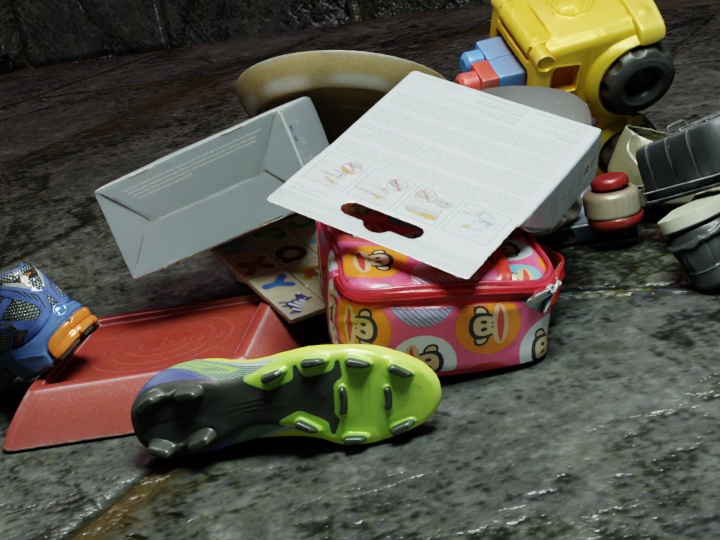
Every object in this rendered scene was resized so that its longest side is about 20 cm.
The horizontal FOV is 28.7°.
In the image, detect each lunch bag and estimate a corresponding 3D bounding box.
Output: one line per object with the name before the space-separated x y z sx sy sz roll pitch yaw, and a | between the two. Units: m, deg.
lunch bag | 0.060 0.003 0.995 0.175 0.082 0.200 -3 23 -7

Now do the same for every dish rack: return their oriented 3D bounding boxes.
dish rack | 0.316 -0.118 1.077 0.199 0.055 0.153 -25 3 -13

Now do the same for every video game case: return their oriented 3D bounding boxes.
video game case | 0.140 -0.043 1.247 0.199 0.019 0.143 -10 16 10

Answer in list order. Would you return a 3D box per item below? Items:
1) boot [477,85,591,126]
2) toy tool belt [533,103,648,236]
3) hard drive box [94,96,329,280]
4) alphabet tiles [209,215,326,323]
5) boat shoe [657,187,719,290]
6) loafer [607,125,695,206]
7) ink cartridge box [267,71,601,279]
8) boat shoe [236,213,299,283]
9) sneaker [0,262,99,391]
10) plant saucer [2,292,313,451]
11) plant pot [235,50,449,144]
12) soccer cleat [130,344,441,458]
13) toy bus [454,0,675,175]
boot | 0.087 -0.087 1.110 0.199 0.074 0.076 -16 -30 11
toy tool belt | 0.133 -0.095 1.168 0.199 0.124 0.125 0 19 36
hard drive box | -0.107 -0.072 1.130 0.155 0.077 0.200 -22 8 9
alphabet tiles | 0.000 0.000 1.093 0.166 0.008 0.200 -18 35 -28
boat shoe | 0.288 -0.041 1.061 0.073 0.063 0.201 -25 4 40
loafer | 0.303 -0.089 1.178 0.199 0.068 0.076 0 18 13
ink cartridge box | 0.055 -0.059 0.988 0.162 0.057 0.200 21 48 25
boat shoe | -0.036 -0.031 1.220 0.199 0.068 0.072 -4 21 33
sneaker | -0.270 0.043 1.048 0.199 0.079 0.075 -24 14 42
plant saucer | -0.145 0.065 1.038 0.198 0.037 0.200 -9 16 8
plant pot | -0.014 -0.147 1.269 0.198 0.028 0.200 1 -15 0
soccer cleat | -0.046 0.074 0.882 0.199 0.065 0.084 -8 13 13
toy bus | 0.169 -0.160 1.276 0.191 0.201 0.136 -18 50 -13
